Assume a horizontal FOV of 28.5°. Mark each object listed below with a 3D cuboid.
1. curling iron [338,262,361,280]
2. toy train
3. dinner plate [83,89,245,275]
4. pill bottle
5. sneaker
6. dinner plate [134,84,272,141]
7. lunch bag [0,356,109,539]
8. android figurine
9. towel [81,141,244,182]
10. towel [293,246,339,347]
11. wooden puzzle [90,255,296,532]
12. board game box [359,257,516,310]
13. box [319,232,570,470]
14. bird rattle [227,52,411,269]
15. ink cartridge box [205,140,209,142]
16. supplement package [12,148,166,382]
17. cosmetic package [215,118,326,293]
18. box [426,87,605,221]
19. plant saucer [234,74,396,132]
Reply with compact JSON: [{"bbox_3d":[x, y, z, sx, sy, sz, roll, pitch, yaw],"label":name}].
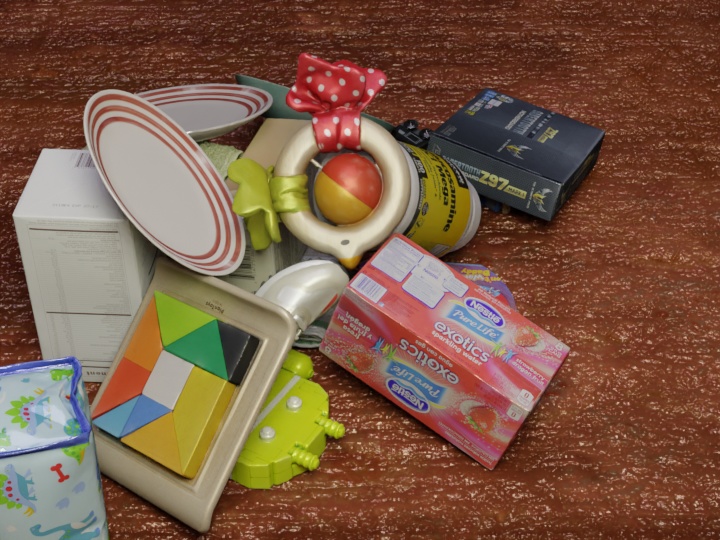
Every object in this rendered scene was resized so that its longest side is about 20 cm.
[{"bbox_3d":[0.000,0.000,1.441,0.049,0.026,0.201,-8,42,-5],"label":"curling iron"},{"bbox_3d":[0.106,-0.120,1.637,0.046,0.034,0.199,-30,47,-30],"label":"toy train"},{"bbox_3d":[-0.179,-0.076,1.278,0.024,0.200,0.201,-35,33,21],"label":"dinner plate"},{"bbox_3d":[0.045,-0.069,1.427,0.112,0.114,0.199,24,7,27],"label":"pill bottle"},{"bbox_3d":[-0.086,0.073,1.278,0.199,0.070,0.094,-31,52,2],"label":"sneaker"},{"bbox_3d":[-0.192,-0.165,1.519,0.198,0.025,0.201,-6,22,2],"label":"dinner plate"},{"bbox_3d":[-0.311,0.180,1.152,0.198,0.171,0.128,-8,38,-11],"label":"lunch bag"},{"bbox_3d":[-0.111,0.133,1.316,0.198,0.041,0.182,20,42,26],"label":"android figurine"},{"bbox_3d":[-0.230,-0.084,1.479,0.198,0.037,0.149,2,45,21],"label":"towel"},{"bbox_3d":[-0.083,0.009,1.478,0.147,0.031,0.201,5,36,10],"label":"towel"},{"bbox_3d":[-0.160,0.102,1.234,0.184,0.202,0.037,21,-3,39],"label":"wooden puzzle"},{"bbox_3d":[0.062,0.024,1.449,0.198,0.039,0.159,5,39,6],"label":"board game box"},{"bbox_3d":[0.076,0.072,1.301,0.199,0.095,0.103,33,45,9],"label":"box"},{"bbox_3d":[-0.027,-0.094,1.315,0.163,0.113,0.201,38,81,4],"label":"bird rattle"},{"bbox_3d":[-0.216,-0.107,1.578,0.115,0.068,0.201,-21,41,-4],"label":"ink cartridge box"},{"bbox_3d":[-0.250,-0.001,1.354,0.112,0.202,0.110,3,38,4],"label":"supplement package"},{"bbox_3d":[-0.093,-0.065,1.469,0.070,0.106,0.201,6,35,14],"label":"cosmetic package"},{"bbox_3d":[0.176,-0.135,1.595,0.156,0.051,0.200,23,30,15],"label":"box"},{"bbox_3d":[-0.057,-0.180,1.655,0.199,0.039,0.201,17,3,-1],"label":"plant saucer"}]
